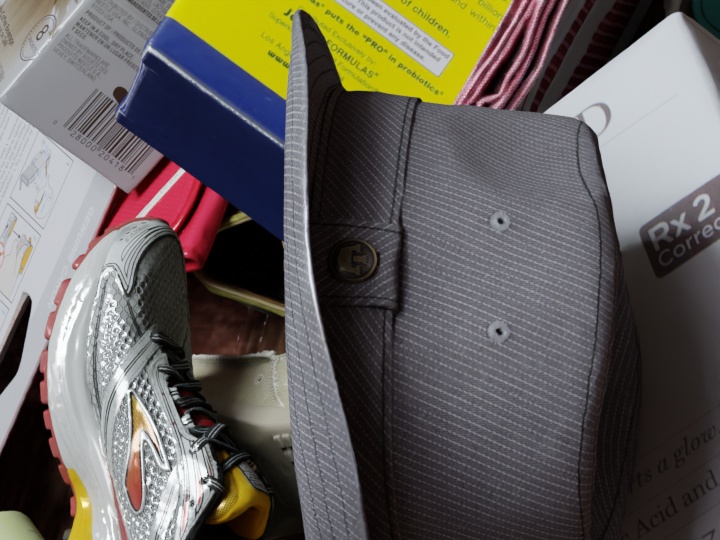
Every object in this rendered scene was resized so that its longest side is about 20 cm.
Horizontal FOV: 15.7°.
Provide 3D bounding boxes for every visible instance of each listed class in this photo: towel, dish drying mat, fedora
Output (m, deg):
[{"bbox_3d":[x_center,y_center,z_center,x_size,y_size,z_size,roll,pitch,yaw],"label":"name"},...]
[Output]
[{"bbox_3d":[0.088,-0.099,0.961,0.023,0.200,0.144,31,93,11],"label":"towel"},{"bbox_3d":[-0.064,-0.083,1.149,0.077,0.018,0.200,-16,47,48],"label":"dish drying mat"},{"bbox_3d":[0.034,0.017,0.763,0.090,0.177,0.200,-5,52,9],"label":"fedora"}]

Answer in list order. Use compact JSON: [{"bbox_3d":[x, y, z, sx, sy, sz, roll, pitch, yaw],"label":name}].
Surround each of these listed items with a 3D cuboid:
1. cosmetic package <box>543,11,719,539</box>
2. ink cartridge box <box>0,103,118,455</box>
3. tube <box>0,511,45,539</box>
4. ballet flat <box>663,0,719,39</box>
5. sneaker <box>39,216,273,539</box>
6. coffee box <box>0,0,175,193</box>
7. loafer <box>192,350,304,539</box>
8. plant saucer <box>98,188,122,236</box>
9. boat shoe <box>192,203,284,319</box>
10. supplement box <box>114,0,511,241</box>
[{"bbox_3d":[0.117,0.060,0.875,0.165,0.165,0.200,-37,47,23],"label":"cosmetic package"},{"bbox_3d":[-0.177,0.017,1.222,0.176,0.045,0.200,38,107,46],"label":"ink cartridge box"},{"bbox_3d":[-0.105,0.185,1.064,0.052,0.058,0.200,-43,63,5],"label":"tube"},{"bbox_3d":[0.135,-0.081,1.015,0.069,0.069,0.200,21,85,47],"label":"ballet flat"},{"bbox_3d":[-0.070,0.076,1.023,0.082,0.078,0.200,-13,76,26],"label":"sneaker"},{"bbox_3d":[-0.072,-0.147,1.129,0.200,0.080,0.114,-48,30,10],"label":"coffee box"},{"bbox_3d":[-0.024,0.068,1.081,0.068,0.076,0.200,-36,22,-28],"label":"loafer"},{"bbox_3d":[-0.122,-0.085,1.278,0.200,0.037,0.200,18,83,47],"label":"plant saucer"},{"bbox_3d":[0.000,0.000,1.066,0.200,0.068,0.072,1,104,57],"label":"boat shoe"},{"bbox_3d":[0.011,-0.116,0.988,0.200,0.109,0.109,-55,3,-16],"label":"supplement box"}]
